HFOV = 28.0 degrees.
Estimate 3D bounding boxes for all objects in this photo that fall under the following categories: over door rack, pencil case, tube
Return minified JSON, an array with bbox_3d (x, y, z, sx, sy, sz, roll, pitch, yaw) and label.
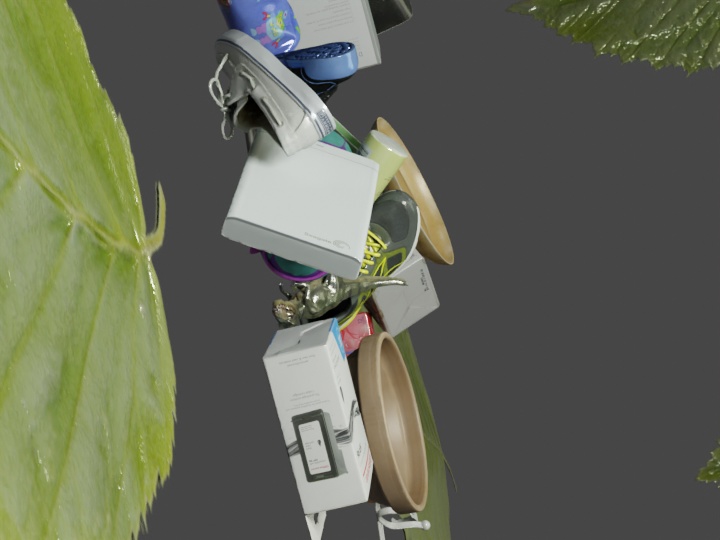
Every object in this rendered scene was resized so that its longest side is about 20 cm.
[{"bbox_3d":[0.065,0.354,1.917,0.200,0.066,0.148,68,12,-56],"label":"over door rack"},{"bbox_3d":[-0.058,-0.073,1.503,0.200,0.092,0.085,-85,-175,-58],"label":"pencil case"},{"bbox_3d":[-0.122,-0.320,1.570,0.078,0.087,0.201,38,-24,40],"label":"pencil case"},{"bbox_3d":[-0.022,-0.063,1.618,0.052,0.200,0.058,45,18,30],"label":"tube"}]

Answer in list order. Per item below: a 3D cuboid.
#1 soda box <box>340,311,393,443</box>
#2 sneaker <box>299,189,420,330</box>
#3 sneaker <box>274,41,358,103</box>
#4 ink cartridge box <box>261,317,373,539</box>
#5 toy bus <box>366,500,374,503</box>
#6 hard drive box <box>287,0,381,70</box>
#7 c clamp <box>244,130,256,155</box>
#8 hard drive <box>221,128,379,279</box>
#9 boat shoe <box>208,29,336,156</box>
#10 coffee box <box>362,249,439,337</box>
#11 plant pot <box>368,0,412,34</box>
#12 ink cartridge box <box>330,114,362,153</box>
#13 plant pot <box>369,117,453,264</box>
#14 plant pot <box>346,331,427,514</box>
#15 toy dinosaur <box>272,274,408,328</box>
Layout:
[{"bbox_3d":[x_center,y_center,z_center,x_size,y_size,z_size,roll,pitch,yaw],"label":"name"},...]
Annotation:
[{"bbox_3d":[-0.001,0.153,1.725,0.063,0.070,0.201,9,68,-84],"label":"soda box"},{"bbox_3d":[0.000,0.000,1.629,0.074,0.200,0.085,34,17,4],"label":"sneaker"},{"bbox_3d":[-0.056,-0.190,1.505,0.200,0.070,0.078,7,-63,61],"label":"sneaker"},{"bbox_3d":[-0.034,0.160,1.418,0.116,0.067,0.201,-72,148,-78],"label":"ink cartridge box"},{"bbox_3d":[0.018,0.192,1.848,0.078,0.065,0.201,57,21,-67],"label":"toy bus"},{"bbox_3d":[-0.074,-0.325,1.687,0.077,0.155,0.201,-92,168,-64],"label":"hard drive box"},{"bbox_3d":[-0.102,-0.141,1.628,0.171,0.027,0.201,66,13,-55],"label":"c clamp"},{"bbox_3d":[-0.053,-0.071,1.394,0.200,0.131,0.027,-80,-170,-58],"label":"hard drive"},{"bbox_3d":[-0.109,-0.167,1.431,0.202,0.086,0.075,44,-13,41],"label":"boat shoe"},{"bbox_3d":[0.004,-0.030,1.780,0.200,0.080,0.115,51,-10,35],"label":"coffee box"},{"bbox_3d":[-0.067,-0.389,1.797,0.178,0.199,0.200,58,16,-36],"label":"plant pot"},{"bbox_3d":[-0.022,-0.155,1.845,0.145,0.048,0.200,44,-16,15],"label":"ink cartridge box"},{"bbox_3d":[0.058,-0.092,1.770,0.201,0.027,0.200,58,13,-22],"label":"plant pot"},{"bbox_3d":[0.006,0.175,1.602,0.201,0.092,0.202,-13,90,-80],"label":"plant pot"},{"bbox_3d":[-0.040,0.006,1.549,0.199,0.047,0.088,-19,78,-43],"label":"toy dinosaur"}]
